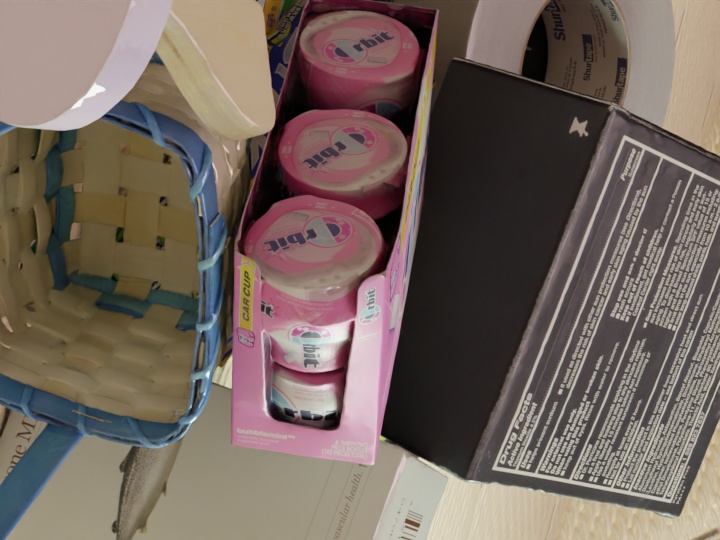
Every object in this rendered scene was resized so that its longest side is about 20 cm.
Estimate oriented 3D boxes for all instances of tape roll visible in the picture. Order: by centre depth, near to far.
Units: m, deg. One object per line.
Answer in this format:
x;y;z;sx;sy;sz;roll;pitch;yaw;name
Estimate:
0.105;-0.122;0.951;0.200;0.066;0.200;-13;109;-43;tape roll

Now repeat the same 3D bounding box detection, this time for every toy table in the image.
-0.082;-0.147;0.571;0.117;0.184;0.200;2;92;-55;toy table

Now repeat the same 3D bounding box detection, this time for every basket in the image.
-0.123;0.004;0.644;0.200;0.139;0.176;-60;159;-61;basket

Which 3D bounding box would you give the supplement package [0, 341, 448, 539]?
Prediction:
-0.074;0.119;0.809;0.117;0.200;0.117;43;65;-72;supplement package

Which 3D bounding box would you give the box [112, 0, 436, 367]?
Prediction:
-0.050;-0.053;0.849;0.200;0.064;0.070;-54;139;-12;box

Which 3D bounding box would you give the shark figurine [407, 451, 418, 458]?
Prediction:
-0.063;0.156;1.066;0.128;0.214;0.090;38;25;-43;shark figurine

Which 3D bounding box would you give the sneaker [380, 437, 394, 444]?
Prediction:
-0.004;0.145;0.969;0.083;0.072;0.200;-125;-146;-55;sneaker

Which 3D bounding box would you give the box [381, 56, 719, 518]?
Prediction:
0.113;0.013;0.865;0.198;0.123;0.200;17;95;-47;box

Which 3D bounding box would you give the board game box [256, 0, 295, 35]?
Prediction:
-0.033;-0.230;0.885;0.153;0.040;0.200;-13;118;-71;board game box

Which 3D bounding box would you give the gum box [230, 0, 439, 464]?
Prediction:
-0.010;-0.019;0.712;0.200;0.066;0.114;-78;174;-47;gum box

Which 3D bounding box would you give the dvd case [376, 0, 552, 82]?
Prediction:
0.076;-0.142;0.985;0.200;0.025;0.150;1;102;-45;dvd case
